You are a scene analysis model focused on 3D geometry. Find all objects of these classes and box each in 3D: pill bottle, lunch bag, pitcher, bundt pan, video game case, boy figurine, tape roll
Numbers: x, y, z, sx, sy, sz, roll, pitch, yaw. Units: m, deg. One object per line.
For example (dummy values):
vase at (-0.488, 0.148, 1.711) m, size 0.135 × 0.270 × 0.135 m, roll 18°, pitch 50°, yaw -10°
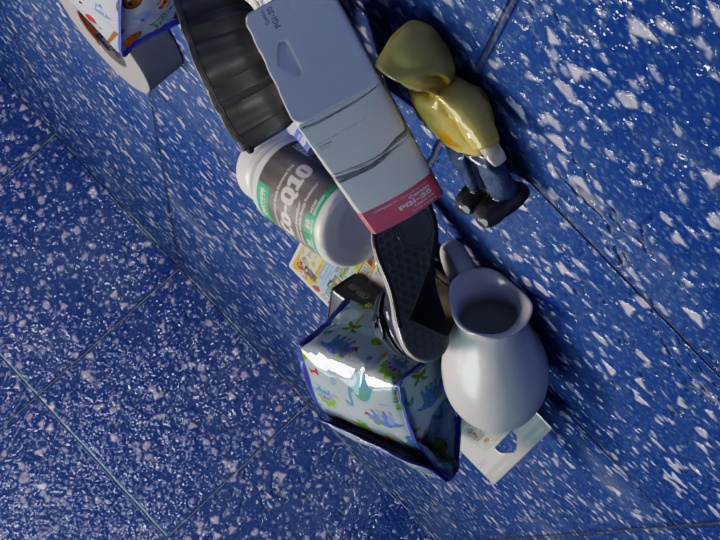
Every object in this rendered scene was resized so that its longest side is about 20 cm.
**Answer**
pill bottle at (-0.059, -0.092, 1.690) m, size 0.200 × 0.113 × 0.113 m, roll 35°, pitch 163°, yaw 45°
lunch bag at (-0.291, -0.372, 1.603) m, size 0.170 × 0.124 × 0.200 m, roll 44°, pitch 154°, yaw 14°
pitcher at (0.139, 0.075, 1.581) m, size 0.200 × 0.121 × 0.172 m, roll 77°, pitch 170°, yaw -48°
bundt pan at (-0.118, -0.225, 1.433) m, size 0.202 × 0.076 × 0.202 m, roll -20°, pitch -90°, yaw -83°
video game case at (0.000, 0.000, 1.820) m, size 0.182 × 0.023 × 0.200 m, roll 45°, pitch 144°, yaw 11°
boy figurine at (0.081, -0.127, 1.211) m, size 0.124 × 0.064 × 0.200 m, roll 41°, pitch 170°, yaw 49°
tape roll at (-0.342, -0.347, 1.983) m, size 0.200 × 0.066 × 0.200 m, roll 44°, pitch 168°, yaw 12°
lunch bag at (0.031, 0.158, 1.703) m, size 0.170 × 0.127 × 0.200 m, roll 21°, pitch 141°, yaw 37°

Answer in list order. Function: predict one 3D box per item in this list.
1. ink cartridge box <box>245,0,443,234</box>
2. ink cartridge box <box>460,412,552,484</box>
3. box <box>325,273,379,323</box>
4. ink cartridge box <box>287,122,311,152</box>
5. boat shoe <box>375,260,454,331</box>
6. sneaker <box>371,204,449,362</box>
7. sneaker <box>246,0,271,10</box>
ink cartridge box at (-0.012, -0.147, 1.272) m, size 0.147 × 0.083 × 0.200 m, roll 64°, pitch -174°, yaw 31°
ink cartridge box at (0.156, 0.166, 1.795) m, size 0.174 × 0.044 × 0.200 m, roll 44°, pitch 147°, yaw 8°
box at (0.038, 0.120, 1.808) m, size 0.200 × 0.051 × 0.158 m, roll 38°, pitch 142°, yaw 24°
ink cartridge box at (-0.086, -0.207, 1.601) m, size 0.200 × 0.042 × 0.119 m, roll 46°, pitch 169°, yaw -2°
boat shoe at (0.098, 0.037, 1.684) m, size 0.199 × 0.075 × 0.066 m, roll 40°, pitch -162°, yaw -8°
sneaker at (0.047, 0.002, 1.572) m, size 0.146 × 0.077 × 0.203 m, roll 155°, pitch 108°, yaw -83°
sneaker at (-0.055, -0.234, 1.319) m, size 0.085 × 0.077 × 0.200 m, roll 22°, pitch 155°, yaw 49°
